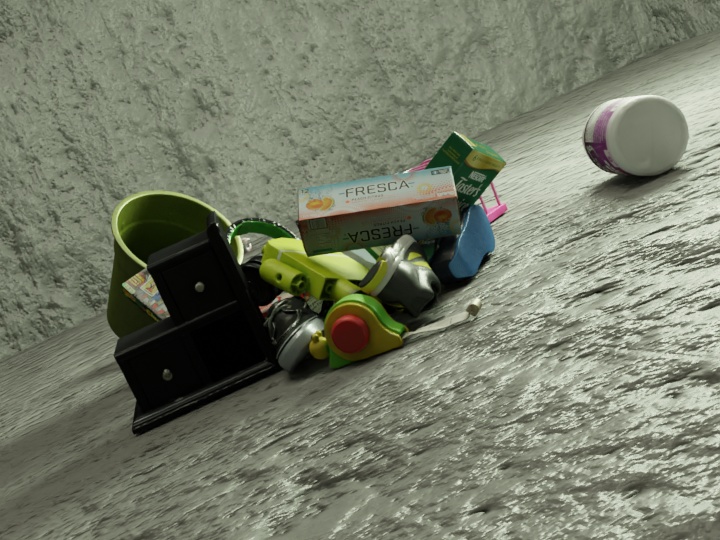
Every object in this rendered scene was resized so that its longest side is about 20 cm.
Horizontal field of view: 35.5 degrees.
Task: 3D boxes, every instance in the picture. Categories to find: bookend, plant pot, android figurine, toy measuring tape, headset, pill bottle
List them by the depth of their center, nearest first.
[{"bbox_3d":[0.029,0.048,1.216,0.200,0.074,0.074,-22,8,20],"label":"toy measuring tape"},{"bbox_3d":[-0.226,0.061,1.377,0.198,0.200,0.092,-23,14,-3],"label":"bookend"},{"bbox_3d":[-0.046,0.005,1.434,0.200,0.041,0.182,27,16,40],"label":"android figurine"},{"bbox_3d":[-0.107,-0.001,1.531,0.123,0.200,0.094,-18,-29,-40],"label":"headset"},{"bbox_3d":[0.384,-0.192,1.614,0.112,0.112,0.200,-24,7,-1],"label":"pill bottle"},{"bbox_3d":[-0.302,0.015,1.699,0.200,0.200,0.190,-34,-22,-51],"label":"plant pot"}]

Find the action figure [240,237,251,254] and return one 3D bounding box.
[{"bbox_3d":[-0.222,0.041,1.781,0.149,0.134,0.200,-30,7,-32],"label":"action figure"}]

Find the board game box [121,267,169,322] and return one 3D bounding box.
[{"bbox_3d":[-0.218,0.054,1.518,0.105,0.200,0.023,-38,-26,-35],"label":"board game box"}]

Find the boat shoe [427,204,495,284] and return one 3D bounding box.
[{"bbox_3d":[0.123,-0.037,1.468,0.069,0.084,0.200,-24,5,24],"label":"boat shoe"}]

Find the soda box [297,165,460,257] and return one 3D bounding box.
[{"bbox_3d":[0.022,-0.074,1.410,0.199,0.064,0.068,-8,41,3],"label":"soda box"}]

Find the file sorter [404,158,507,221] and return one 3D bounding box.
[{"bbox_3d":[0.111,-0.102,1.775,0.139,0.126,0.200,-17,10,38],"label":"file sorter"}]

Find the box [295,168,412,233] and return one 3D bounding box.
[{"bbox_3d":[0.011,-0.085,2.003,0.200,0.115,0.132,-32,12,-39],"label":"box"}]

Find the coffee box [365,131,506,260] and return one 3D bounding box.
[{"bbox_3d":[0.101,-0.088,1.509,0.200,0.044,0.123,-52,-25,14],"label":"coffee box"}]

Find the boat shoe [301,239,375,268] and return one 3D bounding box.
[{"bbox_3d":[0.000,0.000,1.666,0.200,0.091,0.071,18,35,37],"label":"boat shoe"}]

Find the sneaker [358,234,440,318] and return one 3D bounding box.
[{"bbox_3d":[0.054,0.016,1.326,0.075,0.085,0.200,-52,-4,15],"label":"sneaker"}]

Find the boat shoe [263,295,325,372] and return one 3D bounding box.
[{"bbox_3d":[-0.085,0.070,1.347,0.072,0.071,0.200,-48,2,1],"label":"boat shoe"}]

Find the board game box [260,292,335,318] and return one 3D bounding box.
[{"bbox_3d":[-0.131,0.070,1.630,0.200,0.046,0.151,-29,9,-32],"label":"board game box"}]
